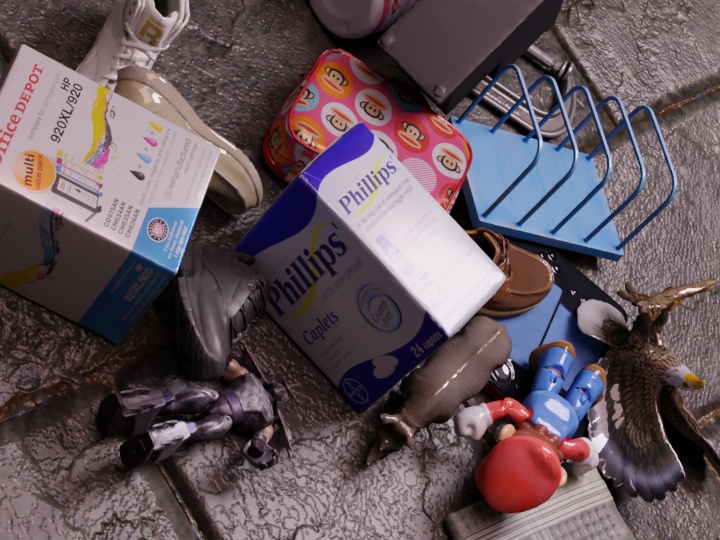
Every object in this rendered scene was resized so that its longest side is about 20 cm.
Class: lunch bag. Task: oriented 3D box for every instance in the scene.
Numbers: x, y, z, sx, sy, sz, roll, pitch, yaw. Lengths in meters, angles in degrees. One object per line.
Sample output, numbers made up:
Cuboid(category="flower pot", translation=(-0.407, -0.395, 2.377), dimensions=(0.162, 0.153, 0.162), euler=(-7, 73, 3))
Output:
Cuboid(category="lunch bag", translation=(0.014, -0.129, 1.792), dimensions=(0.199, 0.082, 0.177), euler=(35, 50, -9))

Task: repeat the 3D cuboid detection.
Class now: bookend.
Cuboid(category="bookend", translation=(0.115, -0.249, 1.847), dimensions=(0.092, 0.200, 0.199), euler=(44, 84, 6))

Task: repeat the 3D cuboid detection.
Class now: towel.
Cuboid(category="towel", translation=(0.192, 0.291, 1.701), dimensions=(0.199, 0.035, 0.194), euler=(-16, 70, -35))

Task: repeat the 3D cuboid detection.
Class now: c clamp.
Cuboid(category="c clamp", translation=(0.170, -0.244, 1.991), dimensions=(0.199, 0.027, 0.171), euler=(37, 50, -8))

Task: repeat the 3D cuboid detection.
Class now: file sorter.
Cuboid(category="file sorter", translation=(0.214, -0.116, 1.859), dimensions=(0.199, 0.123, 0.140), euler=(12, 49, -33))

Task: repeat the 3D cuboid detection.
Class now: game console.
Cuboid(category="game console", translation=(0.184, 0.064, 1.821), dimensions=(0.176, 0.031, 0.201), euler=(36, 51, -9))

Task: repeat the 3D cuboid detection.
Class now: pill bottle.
Cuboid(category="pill bottle", translation=(0.046, -0.328, 1.905), dimensions=(0.199, 0.113, 0.114), euler=(-25, 78, -39))

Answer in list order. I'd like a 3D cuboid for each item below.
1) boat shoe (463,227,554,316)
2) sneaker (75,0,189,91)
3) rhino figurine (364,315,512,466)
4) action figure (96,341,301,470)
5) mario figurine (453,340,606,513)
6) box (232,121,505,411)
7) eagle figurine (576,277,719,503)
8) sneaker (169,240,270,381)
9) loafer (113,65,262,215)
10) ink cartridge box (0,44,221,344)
Cuboid(category="boat shoe", translation=(0.121, -0.003, 1.750), dimensions=(0.199, 0.067, 0.073), euler=(9, 57, -36))
Cuboid(category="sneaker", translation=(-0.221, -0.199, 1.666), dimensions=(0.073, 0.115, 0.201), euler=(25, 55, -19))
Cuboid(category="rhino figurine", translation=(0.069, 0.115, 1.672), dimensions=(0.060, 0.087, 0.200), euler=(48, 65, -2))
Cuboid(category="action figure", translation=(-0.129, 0.125, 1.568), dimensions=(0.199, 0.070, 0.131), euler=(-12, 58, -41))
Cuboid(category="mario figurine", translation=(0.161, 0.161, 1.711), dimensions=(0.122, 0.107, 0.200), euler=(12, 40, 23))
Cuboid(category="box", translation=(0.000, 0.000, 1.644), dimensions=(0.200, 0.184, 0.105), euler=(47, 51, 1))
Cuboid(category="eagle figurine", translation=(0.301, 0.119, 1.806), dimensions=(0.150, 0.151, 0.202), euler=(-2, 104, 0))
Cuboid(category="sneaker", translation=(-0.123, 0.029, 1.564), dimensions=(0.090, 0.077, 0.201), euler=(2, 31, -8))
Cuboid(category="loafer", translation=(-0.169, -0.108, 1.652), dimensions=(0.200, 0.075, 0.069), euler=(44, 67, -37))
Cuboid(category="ink cartridge box", translation=(-0.253, -0.066, 1.549), dimensions=(0.199, 0.145, 0.148), euler=(27, 53, -15))
